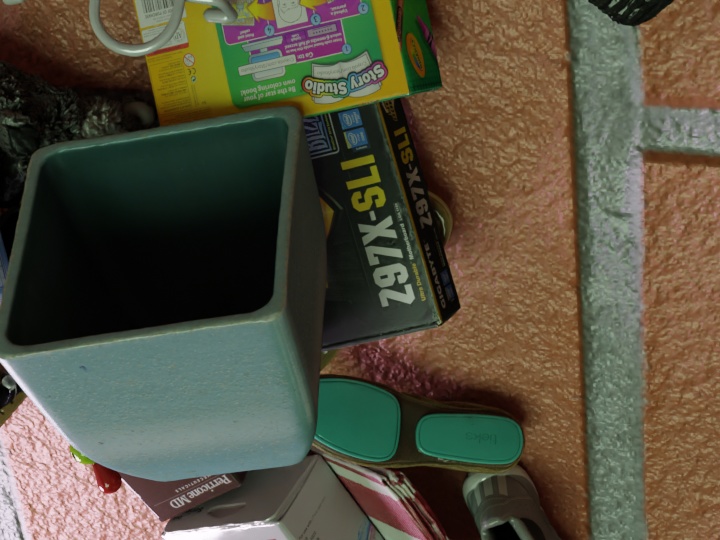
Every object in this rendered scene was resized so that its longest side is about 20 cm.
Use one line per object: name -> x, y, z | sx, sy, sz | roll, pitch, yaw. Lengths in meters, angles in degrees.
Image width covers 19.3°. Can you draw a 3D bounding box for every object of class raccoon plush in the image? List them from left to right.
raccoon plush -> -0.240, -0.137, 1.592 | 0.097, 0.134, 0.200 | -40, 75, 52

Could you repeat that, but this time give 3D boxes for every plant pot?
plant pot -> -0.114, 0.036, 1.456 | 0.196, 0.196, 0.200 | -8, 136, 11

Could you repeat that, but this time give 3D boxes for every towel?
towel -> 0.046, 0.223, 1.742 | 0.200, 0.023, 0.144 | 54, 162, -22

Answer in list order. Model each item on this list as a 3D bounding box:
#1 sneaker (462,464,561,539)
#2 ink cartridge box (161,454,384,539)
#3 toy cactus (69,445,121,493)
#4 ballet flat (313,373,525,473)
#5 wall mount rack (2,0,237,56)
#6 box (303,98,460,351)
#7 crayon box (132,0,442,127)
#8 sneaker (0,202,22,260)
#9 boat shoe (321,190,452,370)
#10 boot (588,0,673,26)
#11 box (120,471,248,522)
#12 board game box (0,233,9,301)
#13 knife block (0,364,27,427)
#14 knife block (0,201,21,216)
sneaker -> 0.143, 0.257, 1.712 | 0.075, 0.116, 0.200 | -29, 114, 13
ink cartridge box -> -0.050, 0.258, 1.790 | 0.145, 0.084, 0.200 | -12, 122, 41
toy cactus -> -0.173, 0.057, 1.637 | 0.165, 0.102, 0.200 | 45, 87, -11
ballet flat -> 0.030, 0.124, 1.670 | 0.199, 0.068, 0.072 | 7, 171, -13
wall mount rack -> -0.161, -0.239, 1.432 | 0.173, 0.075, 0.201 | 8, 83, 10
box -> -0.030, -0.043, 1.547 | 0.159, 0.049, 0.200 | -12, 98, 24
crayon box -> -0.053, -0.162, 1.470 | 0.200, 0.058, 0.119 | -10, 94, 25
sneaker -> -0.185, -0.024, 1.570 | 0.200, 0.071, 0.099 | -16, 166, -5
boat shoe -> 0.002, 0.002, 1.618 | 0.073, 0.063, 0.201 | 38, 123, -3
boot -> 0.172, -0.261, 1.335 | 0.158, 0.080, 0.211 | -25, 115, 32
box -> -0.184, 0.104, 1.742 | 0.100, 0.075, 0.200 | -28, 115, 33
board game box -> -0.297, -0.031, 1.513 | 0.062, 0.200, 0.201 | -10, 94, -18
knife block -> -0.311, 0.101, 1.732 | 0.064, 0.200, 0.176 | 42, 108, -4
knife block -> -0.345, -0.016, 1.699 | 0.200, 0.064, 0.176 | 24, 131, -1
